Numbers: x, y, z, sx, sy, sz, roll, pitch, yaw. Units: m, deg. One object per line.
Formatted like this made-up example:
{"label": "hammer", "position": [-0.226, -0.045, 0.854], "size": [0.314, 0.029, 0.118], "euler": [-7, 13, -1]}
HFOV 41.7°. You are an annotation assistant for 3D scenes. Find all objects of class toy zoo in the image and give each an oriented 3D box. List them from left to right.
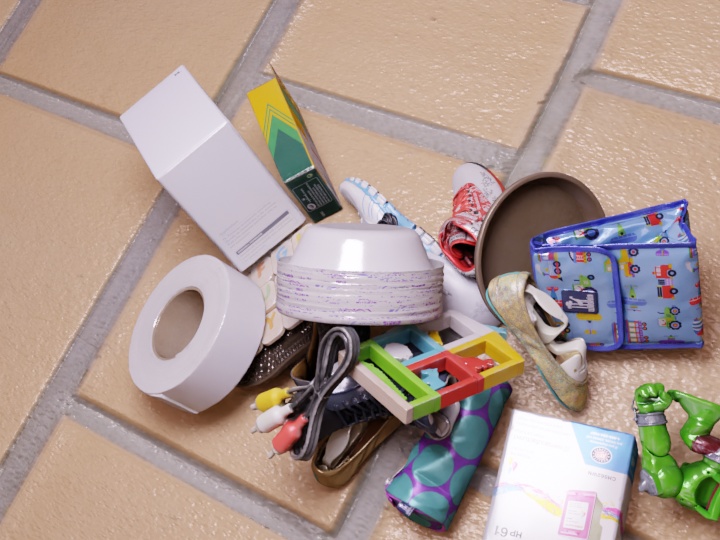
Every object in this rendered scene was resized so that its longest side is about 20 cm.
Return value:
{"label": "toy zoo", "position": [0.092, 0.099, 1.068], "size": [0.199, 0.021, 0.131], "euler": [-17, 34, -30]}

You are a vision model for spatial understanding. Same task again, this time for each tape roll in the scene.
{"label": "tape roll", "position": [-0.220, 0.084, 1.264], "size": [0.201, 0.071, 0.204], "euler": [-25, 49, 32]}

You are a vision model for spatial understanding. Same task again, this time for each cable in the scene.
{"label": "cable", "position": [-0.061, 0.147, 1.065], "size": [0.200, 0.050, 0.098], "euler": [-50, 56, 40]}

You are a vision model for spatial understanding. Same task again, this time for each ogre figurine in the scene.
{"label": "ogre figurine", "position": [0.382, 0.207, 1.035], "size": [0.098, 0.199, 0.121], "euler": [8, 77, 65]}

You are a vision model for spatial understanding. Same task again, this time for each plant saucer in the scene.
{"label": "plant saucer", "position": [0.221, -0.021, 1.162], "size": [0.201, 0.200, 0.029], "euler": [-51, 25, -8]}

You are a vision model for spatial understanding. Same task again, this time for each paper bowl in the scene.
{"label": "paper bowl", "position": [0.000, 0.000, 1.115], "size": [0.199, 0.200, 0.105], "euler": [5, 98, 20]}

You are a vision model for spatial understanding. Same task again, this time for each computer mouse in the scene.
{"label": "computer mouse", "position": [0.095, 0.014, 1.212], "size": [0.199, 0.044, 0.110], "euler": [26, 99, 8]}

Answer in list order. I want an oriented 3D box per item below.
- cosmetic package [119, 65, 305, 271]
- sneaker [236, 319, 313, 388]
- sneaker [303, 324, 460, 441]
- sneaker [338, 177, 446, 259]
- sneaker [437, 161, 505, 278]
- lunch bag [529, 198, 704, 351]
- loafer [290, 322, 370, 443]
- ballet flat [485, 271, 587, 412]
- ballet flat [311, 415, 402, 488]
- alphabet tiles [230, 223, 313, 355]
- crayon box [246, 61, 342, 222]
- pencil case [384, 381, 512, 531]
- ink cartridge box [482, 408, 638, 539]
{"label": "cosmetic package", "position": [-0.205, -0.141, 1.296], "size": [0.123, 0.200, 0.200], "euler": [-38, 41, -2]}
{"label": "sneaker", "position": [-0.091, 0.107, 1.263], "size": [0.199, 0.075, 0.071], "euler": [-29, 64, 29]}
{"label": "sneaker", "position": [0.022, 0.161, 1.106], "size": [0.202, 0.077, 0.146], "euler": [-37, 42, -4]}
{"label": "sneaker", "position": [0.027, -0.049, 1.285], "size": [0.087, 0.075, 0.200], "euler": [-47, 62, 1]}
{"label": "sneaker", "position": [0.142, -0.071, 1.223], "size": [0.067, 0.107, 0.203], "euler": [-46, 50, 36]}
{"label": "lunch bag", "position": [0.292, 0.015, 1.113], "size": [0.198, 0.151, 0.094], "euler": [-7, 34, 16]}
{"label": "loafer", "position": [-0.056, 0.133, 1.187], "size": [0.073, 0.072, 0.201], "euler": [51, 126, 55]}
{"label": "ballet flat", "position": [0.224, 0.082, 1.105], "size": [0.071, 0.071, 0.200], "euler": [-38, 103, -1]}
{"label": "ballet flat", "position": [0.010, 0.187, 1.191], "size": [0.068, 0.063, 0.201], "euler": [31, 79, 28]}
{"label": "alphabet tiles", "position": [-0.129, 0.022, 1.284], "size": [0.199, 0.015, 0.197], "euler": [-36, 40, 21]}
{"label": "crayon box", "position": [-0.099, -0.182, 1.351], "size": [0.051, 0.126, 0.201], "euler": [-26, 62, 6]}
{"label": "pencil case", "position": [0.105, 0.207, 1.140], "size": [0.092, 0.085, 0.201], "euler": [26, 76, 11]}
{"label": "ink cartridge box", "position": [0.224, 0.276, 1.071], "size": [0.143, 0.085, 0.202], "euler": [9, 72, 21]}
